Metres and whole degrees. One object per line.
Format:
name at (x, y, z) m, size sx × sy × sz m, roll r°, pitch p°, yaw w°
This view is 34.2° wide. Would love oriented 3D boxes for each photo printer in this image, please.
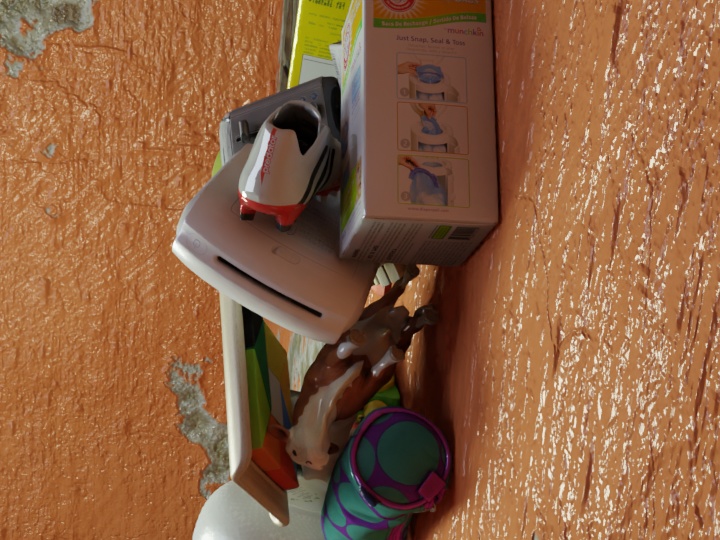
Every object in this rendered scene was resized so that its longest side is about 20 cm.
photo printer at (-0.063, -0.022, 0.974) m, size 0.070 × 0.165 × 0.200 m, roll -59°, pitch 4°, yaw 21°

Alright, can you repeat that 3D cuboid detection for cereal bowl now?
cereal bowl at (-0.071, 0.269, 1.228) m, size 0.200 × 0.197 × 0.084 m, roll -119°, pitch 46°, yaw -73°

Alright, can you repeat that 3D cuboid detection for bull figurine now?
bull figurine at (-0.001, 0.080, 0.993) m, size 0.122 × 0.065 × 0.200 m, roll -47°, pitch 5°, yaw 39°

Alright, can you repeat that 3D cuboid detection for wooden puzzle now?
wooden puzzle at (-0.086, 0.112, 1.030) m, size 0.201 × 0.037 × 0.188 m, roll 76°, pitch -174°, yaw -65°

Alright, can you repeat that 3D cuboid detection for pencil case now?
pencil case at (0.018, 0.193, 1.006) m, size 0.093 × 0.085 × 0.201 m, roll 52°, pitch 157°, yaw 17°

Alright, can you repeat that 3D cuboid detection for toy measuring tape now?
toy measuring tape at (-0.005, 0.110, 1.222) m, size 0.200 × 0.072 × 0.075 m, roll -112°, pitch 26°, yaw -69°

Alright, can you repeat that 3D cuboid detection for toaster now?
toaster at (-0.057, -0.094, 1.146) m, size 0.200 × 0.127 × 0.115 m, roll 61°, pitch -161°, yaw -61°

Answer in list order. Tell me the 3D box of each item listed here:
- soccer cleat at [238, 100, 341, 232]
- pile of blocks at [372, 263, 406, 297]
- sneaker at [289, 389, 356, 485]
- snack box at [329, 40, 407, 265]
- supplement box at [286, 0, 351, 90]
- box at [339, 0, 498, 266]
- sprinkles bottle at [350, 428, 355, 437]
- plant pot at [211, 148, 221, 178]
soccer cleat at (-0.046, -0.097, 0.931) m, size 0.200 × 0.068 × 0.086 m, roll -53°, pitch -21°, yaw -67°
pile of blocks at (0.000, 0.000, 1.199) m, size 0.063 × 0.081 × 0.200 m, roll 64°, pitch 177°, yaw -7°
sneaker at (-0.065, 0.158, 1.152) m, size 0.200 × 0.069 × 0.082 m, roll -176°, pitch 98°, yaw -71°
snack box at (0.015, -0.107, 1.056) m, size 0.072 × 0.024 × 0.203 m, roll -148°, pitch 40°, yaw -72°
supplement box at (-0.011, -0.250, 1.209) m, size 0.201 × 0.107 × 0.111 m, roll 105°, pitch 175°, yaw -52°
box at (0.041, -0.117, 0.898) m, size 0.113 × 0.100 × 0.203 m, roll 123°, pitch 149°, yaw -72°
sprinkles bottle at (-0.006, 0.197, 1.207) m, size 0.200 × 0.067 × 0.069 m, roll 153°, pitch 119°, yaw -80°
plant pot at (-0.065, -0.110, 1.428) m, size 0.199 × 0.184 × 0.190 m, roll 176°, pitch 97°, yaw -66°
